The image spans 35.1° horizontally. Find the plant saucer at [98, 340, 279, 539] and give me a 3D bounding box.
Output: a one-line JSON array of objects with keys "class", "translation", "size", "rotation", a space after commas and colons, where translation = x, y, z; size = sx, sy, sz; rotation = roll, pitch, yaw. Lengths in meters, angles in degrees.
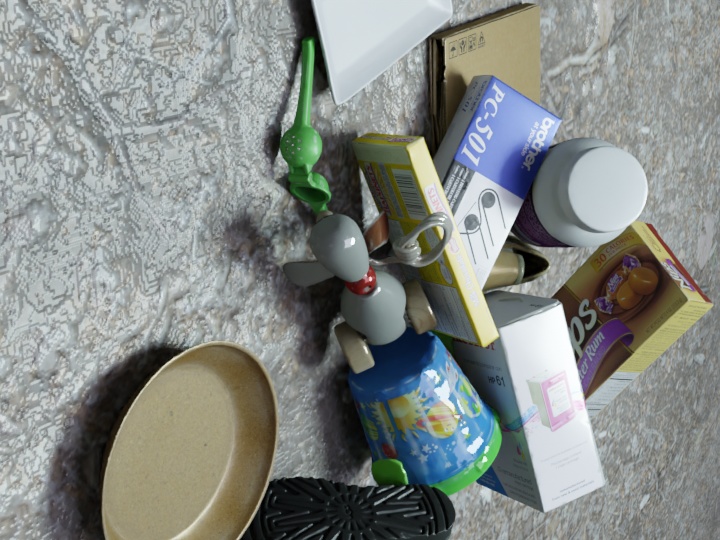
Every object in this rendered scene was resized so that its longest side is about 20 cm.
[{"class": "plant saucer", "translation": [-0.141, 0.150, 0.904], "size": [0.200, 0.035, 0.201], "rotation": [-25, 121, -50]}]

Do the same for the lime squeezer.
[{"class": "lime squeezer", "translation": [-0.044, -0.092, 0.977], "size": [0.071, 0.037, 0.201], "rotation": [-81, 164, -60]}]

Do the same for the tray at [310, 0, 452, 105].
[{"class": "tray", "translation": [0.018, -0.239, 1.018], "size": [0.200, 0.022, 0.108], "rotation": [-44, 135, -39]}]

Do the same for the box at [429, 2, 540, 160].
[{"class": "box", "translation": [0.136, -0.185, 1.207], "size": [0.200, 0.021, 0.164], "rotation": [-30, 125, -48]}]

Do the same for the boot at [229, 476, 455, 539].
[{"class": "boot", "translation": [-0.020, 0.272, 1.033], "size": [0.080, 0.210, 0.159], "rotation": [-98, -164, -52]}]

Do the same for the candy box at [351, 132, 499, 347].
[{"class": "candy box", "translation": [0.058, -0.029, 1.032], "size": [0.026, 0.102, 0.201], "rotation": [-30, 111, -19]}]

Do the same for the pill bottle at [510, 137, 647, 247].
[{"class": "pill bottle", "translation": [0.221, -0.079, 1.181], "size": [0.200, 0.112, 0.113], "rotation": [-171, -85, -82]}]

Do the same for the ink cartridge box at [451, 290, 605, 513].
[{"class": "ink cartridge box", "translation": [0.162, 0.131, 1.186], "size": [0.084, 0.144, 0.201], "rotation": [-18, 99, -22]}]

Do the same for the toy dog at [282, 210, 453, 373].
[{"class": "toy dog", "translation": [0.000, 0.000, 1.004], "size": [0.131, 0.097, 0.201], "rotation": [-17, 142, -17]}]

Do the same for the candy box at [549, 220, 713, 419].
[{"class": "candy box", "translation": [0.261, 0.057, 1.208], "size": [0.056, 0.117, 0.200], "rotation": [9, 132, -45]}]

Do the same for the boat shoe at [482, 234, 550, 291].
[{"class": "boat shoe", "translation": [0.142, -0.009, 1.225], "size": [0.200, 0.076, 0.072], "rotation": [-13, 113, -52]}]

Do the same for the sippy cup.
[{"class": "sippy cup", "translation": [0.054, 0.132, 1.108], "size": [0.139, 0.178, 0.131], "rotation": [-29, 120, -4]}]

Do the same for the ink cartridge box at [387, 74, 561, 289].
[{"class": "ink cartridge box", "translation": [0.114, -0.083, 1.128], "size": [0.094, 0.044, 0.201], "rotation": [26, 87, -24]}]
